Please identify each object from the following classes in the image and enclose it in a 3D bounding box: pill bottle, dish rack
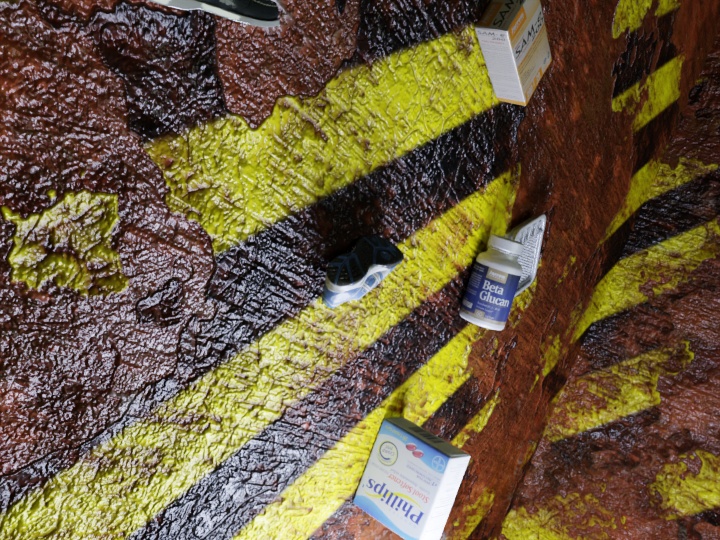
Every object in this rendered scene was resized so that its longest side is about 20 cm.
[{"bbox_3d":[0.306,0.024,1.571,0.110,0.110,0.203,4,105,-55],"label":"pill bottle"},{"bbox_3d":[0.403,-0.037,1.734,0.171,0.043,0.203,-29,130,-45],"label":"dish rack"}]

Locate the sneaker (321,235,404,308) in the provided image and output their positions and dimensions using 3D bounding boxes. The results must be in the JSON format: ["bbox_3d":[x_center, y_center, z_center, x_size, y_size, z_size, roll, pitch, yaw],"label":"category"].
[{"bbox_3d":[0.000,0.000,1.177,0.199,0.076,0.078,-25,150,-46],"label":"sneaker"}]

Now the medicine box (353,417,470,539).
[{"bbox_3d":[0.109,0.447,1.469,0.102,0.180,0.203,17,94,-55],"label":"medicine box"}]

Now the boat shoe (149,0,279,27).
[{"bbox_3d":[-0.162,-0.312,0.751,0.199,0.075,0.061,-13,125,-52],"label":"boat shoe"}]

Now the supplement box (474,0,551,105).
[{"bbox_3d":[0.303,-0.440,1.334,0.127,0.073,0.200,-58,145,-15],"label":"supplement box"}]
